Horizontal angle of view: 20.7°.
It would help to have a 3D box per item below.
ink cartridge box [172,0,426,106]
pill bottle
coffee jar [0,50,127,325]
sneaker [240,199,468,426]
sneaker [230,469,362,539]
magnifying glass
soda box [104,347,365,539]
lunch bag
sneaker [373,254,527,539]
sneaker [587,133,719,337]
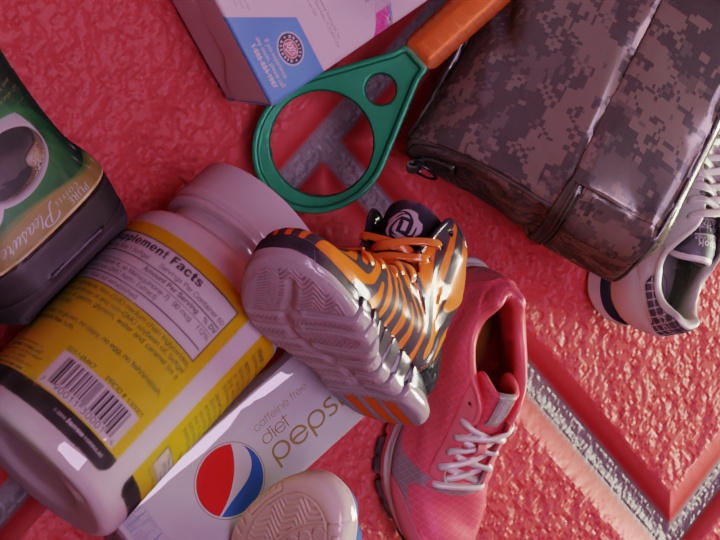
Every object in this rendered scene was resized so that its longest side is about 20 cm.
[{"bbox_3d":[-0.015,-0.198,1.160,0.200,0.068,0.116,-36,112,-20],"label":"ink cartridge box"},{"bbox_3d":[-0.117,0.040,1.107,0.200,0.114,0.115,-47,116,-23],"label":"pill bottle"},{"bbox_3d":[-0.217,-0.070,1.056,0.104,0.085,0.200,-46,116,-23],"label":"coffee jar"},{"bbox_3d":[0.000,0.000,1.101,0.113,0.077,0.200,-70,155,-20],"label":"sneaker"},{"bbox_3d":[-0.022,0.185,1.172,0.111,0.077,0.201,-20,137,-44],"label":"sneaker"},{"bbox_3d":[0.018,-0.114,1.178,0.200,0.022,0.080,-42,91,4],"label":"magnifying glass"},{"bbox_3d":[-0.070,0.096,1.172,0.200,0.068,0.064,-41,114,-18],"label":"soda box"},{"bbox_3d":[0.137,-0.117,1.217,0.167,0.139,0.201,28,83,-1],"label":"lunch bag"},{"bbox_3d":[0.063,0.092,1.234,0.073,0.087,0.202,3,96,-28],"label":"sneaker"},{"bbox_3d":[0.218,-0.054,1.304,0.076,0.080,0.201,13,89,-28],"label":"sneaker"}]
